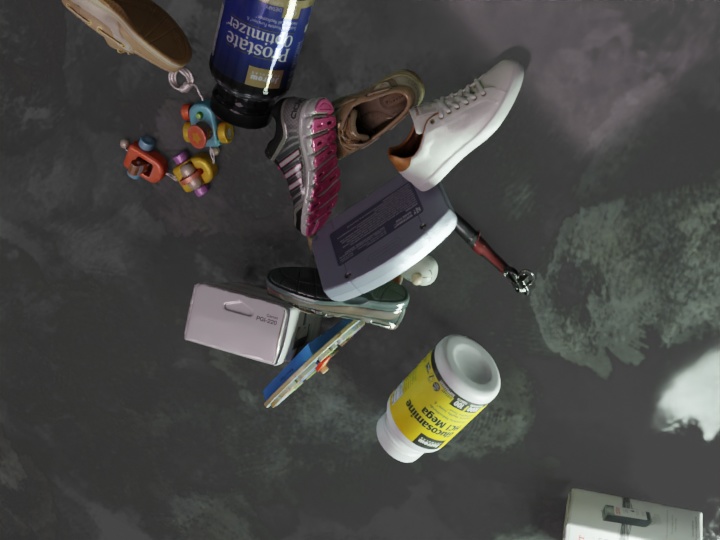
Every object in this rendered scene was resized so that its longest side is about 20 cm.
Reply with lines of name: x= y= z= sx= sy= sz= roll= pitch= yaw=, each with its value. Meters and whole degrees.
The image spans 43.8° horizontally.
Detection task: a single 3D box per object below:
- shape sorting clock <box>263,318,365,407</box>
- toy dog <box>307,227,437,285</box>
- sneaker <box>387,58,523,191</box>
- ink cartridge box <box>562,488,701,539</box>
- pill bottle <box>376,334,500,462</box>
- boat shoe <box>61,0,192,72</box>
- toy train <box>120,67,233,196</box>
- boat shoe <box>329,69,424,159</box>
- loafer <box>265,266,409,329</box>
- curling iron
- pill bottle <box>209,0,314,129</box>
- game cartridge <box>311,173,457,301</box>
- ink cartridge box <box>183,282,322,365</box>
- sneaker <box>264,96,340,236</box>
shape sorting clock: x=-0.063 y=0.132 z=1.308 sx=0.039 sy=0.199 sz=0.200 roll=50 pitch=124 yaw=8
toy dog: x=0.000 y=0.000 z=1.268 sx=0.197 sy=0.097 sz=0.133 roll=-15 pitch=114 yaw=27
sneaker: x=0.113 y=-0.190 z=1.101 sx=0.084 sy=0.073 sz=0.200 roll=33 pitch=112 yaw=-28
ink cartridge box: x=0.411 y=0.431 z=1.379 sx=0.196 sy=0.085 sz=0.148 roll=8 pitch=122 yaw=17
pill bottle: x=0.110 y=0.198 z=1.338 sx=0.112 sy=0.113 sz=0.201 roll=35 pitch=125 yaw=-4
boat shoe: x=-0.316 y=-0.331 z=1.204 sx=0.199 sy=0.074 sz=0.069 roll=39 pitch=137 yaw=-5
toy train: x=-0.268 y=-0.180 z=1.281 sx=0.149 sy=0.056 sz=0.201 roll=35 pitch=125 yaw=-4
boat shoe: x=-0.008 y=-0.194 z=1.172 sx=0.199 sy=0.065 sz=0.072 roll=-30 pitch=107 yaw=32
loafer: x=-0.034 y=0.045 z=1.220 sx=0.196 sy=0.072 sz=0.064 roll=8 pitch=124 yaw=-4
curling iron: x=0.164 y=-0.041 z=1.224 sx=0.200 sy=0.026 sz=0.050 roll=44 pitch=161 yaw=-4
pill bottle: x=-0.129 y=-0.288 z=1.132 sx=0.110 sy=0.112 sz=0.202 roll=24 pitch=125 yaw=4
game cartridge: x=0.029 y=-0.048 z=1.178 sx=0.198 sy=0.134 sz=0.041 roll=-33 pitch=129 yaw=14
ink cartridge box: x=-0.148 y=0.073 z=1.295 sx=0.143 sy=0.200 sz=0.086 roll=14 pitch=90 yaw=11
sneaker: x=-0.080 y=-0.142 z=1.178 sx=0.086 sy=0.074 sz=0.203 roll=22 pitch=133 yaw=26
